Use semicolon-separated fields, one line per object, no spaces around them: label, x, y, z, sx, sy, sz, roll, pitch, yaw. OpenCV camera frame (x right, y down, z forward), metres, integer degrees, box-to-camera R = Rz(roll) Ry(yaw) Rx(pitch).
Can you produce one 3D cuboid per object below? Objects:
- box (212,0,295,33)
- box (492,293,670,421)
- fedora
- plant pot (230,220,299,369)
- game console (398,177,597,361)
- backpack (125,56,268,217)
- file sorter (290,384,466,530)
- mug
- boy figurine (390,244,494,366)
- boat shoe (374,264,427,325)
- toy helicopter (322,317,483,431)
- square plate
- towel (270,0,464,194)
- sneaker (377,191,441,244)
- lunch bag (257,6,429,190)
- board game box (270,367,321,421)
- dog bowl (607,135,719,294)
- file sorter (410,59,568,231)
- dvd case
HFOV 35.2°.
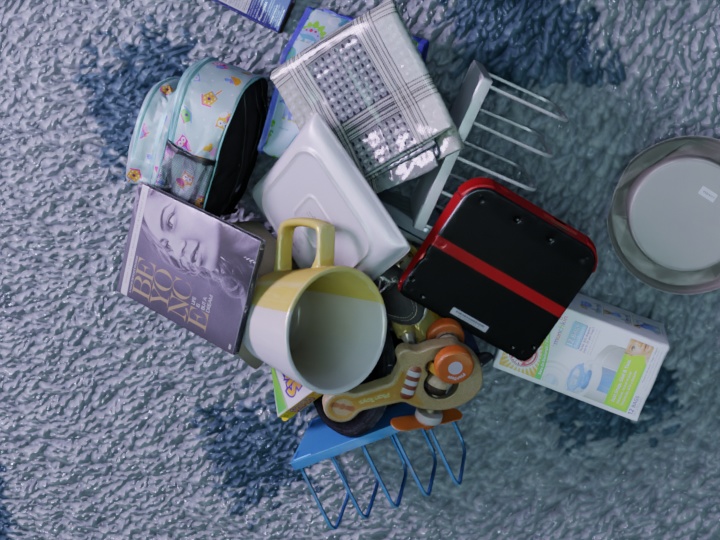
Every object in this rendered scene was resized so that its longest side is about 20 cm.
box;-0.169;-0.406;1.474;0.199;0.032;0.121;26;107;2
box;0.282;0.097;1.473;0.199;0.101;0.113;21;106;5
fedora;0.012;0.127;1.513;0.091;0.201;0.201;8;111;-35
plant pot;-0.153;0.013;1.506;0.134;0.200;0.200;-41;93;-3
game console;0.171;-0.001;1.384;0.200;0.031;0.177;29;110;-12
backpack;-0.203;-0.176;1.462;0.153;0.176;0.200;28;112;4
file sorter;0.032;0.248;1.544;0.199;0.139;0.123;-23;102;16
mug;-0.063;0.047;1.379;0.149;0.153;0.187;36;73;-34
boy figurine;0.093;0.048;1.472;0.124;0.064;0.200;-29;85;-25
boat shoe;0.000;0.000;1.436;0.200;0.057;0.067;45;114;26
toy helicopter;0.053;0.149;1.390;0.199;0.079;0.133;-15;120;1
square plate;-0.048;-0.062;1.397;0.200;0.028;0.198;56;141;7
towel;0.005;-0.190;1.352;0.192;0.035;0.201;-26;93;26
sneaker;0.039;-0.061;1.506;0.199;0.073;0.071;26;117;13
lunch bag;-0.018;-0.220;1.448;0.169;0.127;0.201;19;95;11
board game box;-0.067;0.123;1.522;0.200;0.030;0.096;-42;49;45
dog bowl;0.410;-0.073;1.429;0.199;0.059;0.201;3;104;10
file sorter;0.158;-0.137;1.417;0.124;0.139;0.201;22;107;-7
dvd case;-0.211;-0.005;1.386;0.200;0.016;0.149;26;111;28
